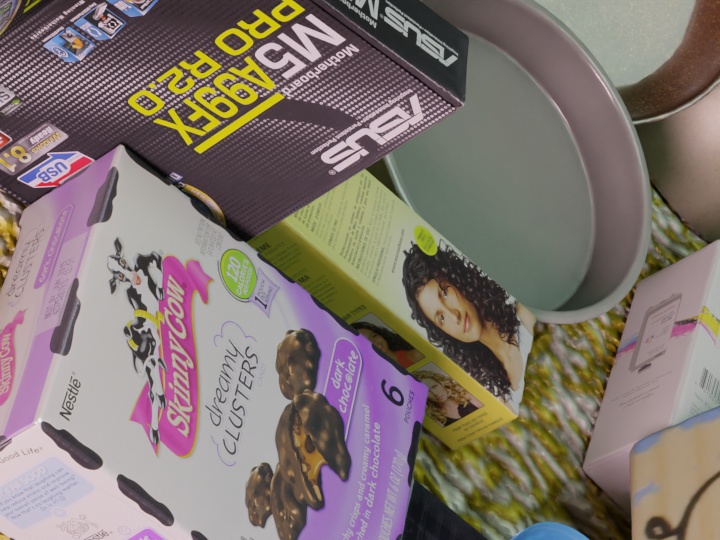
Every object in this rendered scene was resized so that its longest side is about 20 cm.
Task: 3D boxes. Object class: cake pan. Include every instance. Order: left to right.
[{"bbox_3d":[0.073,-0.060,1.509,0.200,0.037,0.200,20,57,-34],"label":"cake pan"}]

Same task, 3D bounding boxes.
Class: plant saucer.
[{"bbox_3d":[0.134,-0.178,1.626,0.200,0.037,0.200,3,80,-18],"label":"plant saucer"}]

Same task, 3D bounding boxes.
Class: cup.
[{"bbox_3d":[0.264,-0.123,1.711,0.200,0.143,0.200,29,47,-35],"label":"cup"}]

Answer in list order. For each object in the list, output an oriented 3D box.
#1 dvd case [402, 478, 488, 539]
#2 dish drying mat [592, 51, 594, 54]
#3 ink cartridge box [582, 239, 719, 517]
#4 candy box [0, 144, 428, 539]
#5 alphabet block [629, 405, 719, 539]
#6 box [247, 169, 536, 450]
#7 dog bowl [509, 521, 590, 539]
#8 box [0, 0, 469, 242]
[{"bbox_3d":[0.062,0.202,1.350,0.200,0.016,0.149,41,41,-25],"label":"dvd case"},{"bbox_3d":[0.100,-0.209,1.670,0.077,0.018,0.200,-15,78,-33],"label":"dish drying mat"},{"bbox_3d":[0.203,0.068,1.568,0.116,0.067,0.200,45,40,-19],"label":"ink cartridge box"},{"bbox_3d":[-0.072,0.071,1.234,0.200,0.072,0.168,39,41,-26],"label":"candy box"},{"bbox_3d":[0.256,0.176,1.390,0.196,0.195,0.200,56,18,-24],"label":"alphabet block"},{"bbox_3d":[0.000,0.000,1.390,0.200,0.050,0.075,39,41,-25],"label":"box"},{"bbox_3d":[0.060,0.187,1.303,0.200,0.050,0.112,-15,78,-52],"label":"dog bowl"},{"bbox_3d":[-0.078,-0.083,1.228,0.160,0.200,0.044,35,43,-30],"label":"box"}]
